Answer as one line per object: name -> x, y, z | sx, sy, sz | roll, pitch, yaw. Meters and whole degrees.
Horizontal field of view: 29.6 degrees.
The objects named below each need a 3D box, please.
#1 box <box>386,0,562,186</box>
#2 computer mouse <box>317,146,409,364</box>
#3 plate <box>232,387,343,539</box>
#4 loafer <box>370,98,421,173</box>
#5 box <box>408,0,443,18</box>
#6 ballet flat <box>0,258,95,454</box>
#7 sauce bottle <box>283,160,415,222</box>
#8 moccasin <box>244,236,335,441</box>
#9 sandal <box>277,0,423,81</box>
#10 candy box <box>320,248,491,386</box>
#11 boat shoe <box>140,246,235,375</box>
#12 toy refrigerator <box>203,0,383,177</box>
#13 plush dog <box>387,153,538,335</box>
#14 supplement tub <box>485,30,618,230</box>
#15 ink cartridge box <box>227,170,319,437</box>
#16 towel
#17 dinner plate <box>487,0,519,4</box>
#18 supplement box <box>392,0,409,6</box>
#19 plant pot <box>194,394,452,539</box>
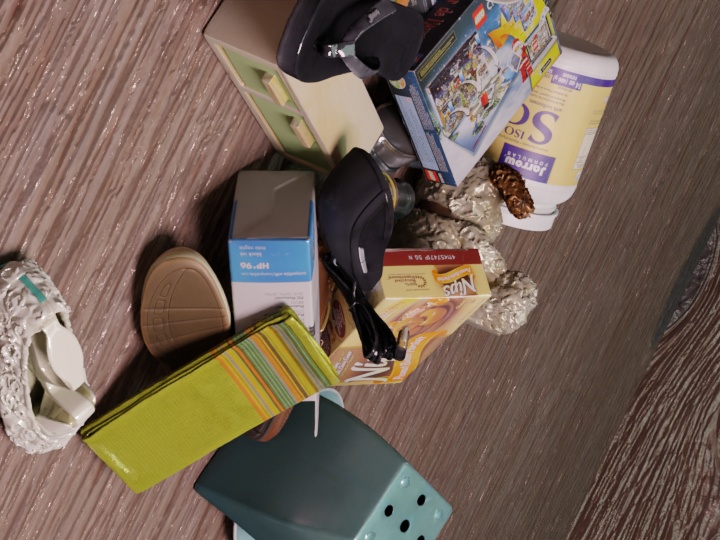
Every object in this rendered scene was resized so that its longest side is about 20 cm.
box -> 0.108, -0.195, 1.256 | 0.200, 0.038, 0.137 | -51, 136, -28
computer mouse -> 0.000, 0.000, 1.131 | 0.046, 0.141, 0.200 | -20, 155, -18
plate -> -0.082, 0.211, 1.453 | 0.200, 0.026, 0.200 | -47, 151, -36
loafer -> 0.053, -0.138, 1.294 | 0.073, 0.072, 0.200 | 68, 23, 1
box -> 0.089, -0.280, 1.283 | 0.159, 0.046, 0.200 | -56, 156, -18
ballet flat -> -0.221, 0.077, 0.961 | 0.072, 0.072, 0.200 | -49, 154, -32
sauce bottle -> -0.004, -0.074, 1.276 | 0.200, 0.065, 0.065 | -3, 116, -65
moccasin -> -0.068, 0.064, 1.280 | 0.078, 0.074, 0.202 | 4, 100, -57
sandal -> 0.005, -0.173, 1.001 | 0.200, 0.043, 0.076 | -17, 129, -61
candy box -> 0.025, 0.048, 1.307 | 0.115, 0.055, 0.200 | 0, 153, -27
boat shoe -> -0.136, 0.045, 1.124 | 0.200, 0.072, 0.065 | 81, 4, -47
toy refrigerator -> -0.050, -0.146, 1.085 | 0.070, 0.076, 0.200 | -58, 157, -13
plush dog -> 0.089, -0.044, 1.406 | 0.160, 0.200, 0.172 | 29, 79, -41
supplement tub -> 0.184, -0.159, 1.486 | 0.145, 0.145, 0.200 | -17, 128, -60
ink cartridge box -> -0.069, 0.030, 1.143 | 0.116, 0.068, 0.200 | -89, 178, -58
towel -> -0.119, 0.108, 1.095 | 0.200, 0.018, 0.086 | -30, 123, 7
dinner plate -> 0.090, -0.319, 1.153 | 0.200, 0.024, 0.201 | 16, 68, -43
supplement box -> -0.019, -0.253, 1.054 | 0.200, 0.066, 0.069 | 0, 116, -65
plant pot -> -0.022, 0.212, 1.299 | 0.141, 0.200, 0.141 | -55, 129, -18
